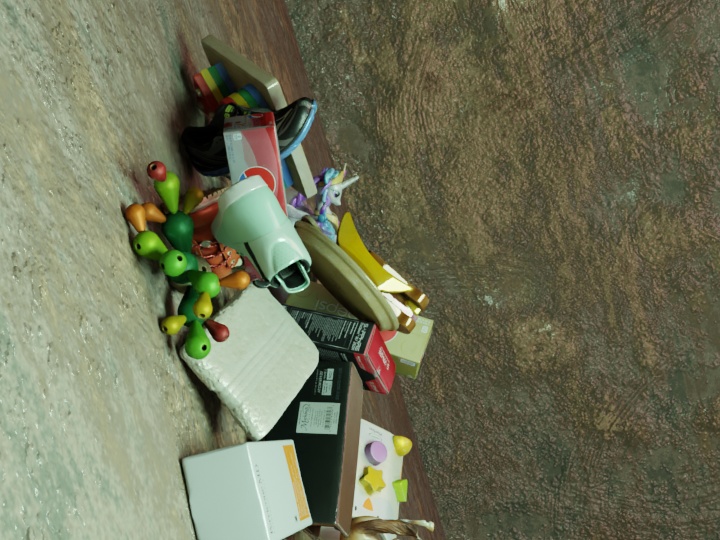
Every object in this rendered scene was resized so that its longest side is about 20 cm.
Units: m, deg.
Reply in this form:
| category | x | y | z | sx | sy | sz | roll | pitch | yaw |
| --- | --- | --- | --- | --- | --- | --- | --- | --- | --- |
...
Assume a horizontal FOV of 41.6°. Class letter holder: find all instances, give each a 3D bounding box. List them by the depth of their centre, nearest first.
| category | x | y | z | sx | sy | sz | roll | pitch | yaw |
| --- | --- | --- | --- | --- | --- | --- | --- | --- | --- |
| letter holder | -0.052 | 0.231 | 1.182 | 0.142 | 0.100 | 0.200 | 66 | 26 | -60 |

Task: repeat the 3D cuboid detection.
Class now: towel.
| category | x | y | z | sx | sy | sz | roll | pitch | yaw |
| --- | --- | --- | --- | --- | --- | --- | --- | --- | --- |
| towel | -0.121 | 0.096 | 1.077 | 0.133 | 0.034 | 0.200 | 50 | 26 | -5 |

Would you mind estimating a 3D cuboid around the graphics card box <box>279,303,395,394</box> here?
| category | x | y | z | sx | sy | sz | roll | pitch | yaw |
| --- | --- | --- | --- | --- | --- | --- | --- | --- | --- |
| graphics card box | -0.062 | 0.098 | 1.234 | 0.125 | 0.200 | 0.051 | 63 | 41 | -56 |

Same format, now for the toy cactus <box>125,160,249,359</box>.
| category | x | y | z | sx | sy | sz | roll | pitch | yaw |
| --- | --- | --- | --- | --- | --- | --- | --- | --- | --- |
| toy cactus | -0.177 | -0.007 | 0.998 | 0.165 | 0.102 | 0.200 | 101 | -35 | -81 |

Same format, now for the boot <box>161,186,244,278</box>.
| category | x | y | z | sx | sy | sz | roll | pitch | yaw |
| --- | --- | --- | --- | --- | --- | --- | --- | --- | --- |
| boot | -0.177 | -0.042 | 1.128 | 0.200 | 0.075 | 0.107 | 3 | 76 | -85 |

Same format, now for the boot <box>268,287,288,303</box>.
| category | x | y | z | sx | sy | sz | roll | pitch | yaw |
| --- | --- | --- | --- | --- | --- | --- | --- | --- | --- |
| boot | -0.116 | 0.089 | 1.393 | 0.132 | 0.070 | 0.200 | -5 | 75 | -79 |

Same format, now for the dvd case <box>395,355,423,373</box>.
| category | x | y | z | sx | sy | sz | roll | pitch | yaw |
| --- | --- | --- | --- | --- | --- | --- | --- | --- | --- |
| dvd case | -0.012 | 0.162 | 1.368 | 0.018 | 0.200 | 0.143 | 65 | -9 | -1 |

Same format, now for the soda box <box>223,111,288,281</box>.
| category | x | y | z | sx | sy | sz | roll | pitch | yaw |
| --- | --- | --- | --- | --- | --- | --- | --- | --- | --- |
| soda box | -0.123 | -0.089 | 1.171 | 0.070 | 0.063 | 0.200 | -106 | -172 | -64 |

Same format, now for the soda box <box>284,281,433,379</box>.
| category | x | y | z | sx | sy | sz | roll | pitch | yaw |
| --- | --- | --- | --- | --- | --- | --- | --- | --- | --- |
| soda box | -0.007 | 0.078 | 1.292 | 0.064 | 0.200 | 0.068 | 95 | 14 | -63 |

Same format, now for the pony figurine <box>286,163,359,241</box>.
| category | x | y | z | sx | sy | sz | roll | pitch | yaw |
| --- | --- | --- | --- | --- | --- | --- | --- | --- | --- |
| pony figurine | -0.102 | -0.076 | 1.515 | 0.167 | 0.193 | 0.200 | -69 | 162 | -75 |

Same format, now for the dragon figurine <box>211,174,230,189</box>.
| category | x | y | z | sx | sy | sz | roll | pitch | yaw |
| --- | --- | --- | --- | --- | --- | --- | --- | --- | --- |
| dragon figurine | -0.175 | -0.089 | 1.324 | 0.099 | 0.059 | 0.200 | 67 | 11 | -54 |

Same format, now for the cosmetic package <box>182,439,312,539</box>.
| category | x | y | z | sx | sy | sz | roll | pitch | yaw |
| --- | --- | --- | --- | --- | --- | --- | --- | --- | --- |
| cosmetic package | -0.113 | 0.233 | 0.988 | 0.200 | 0.071 | 0.102 | 44 | 31 | -78 |

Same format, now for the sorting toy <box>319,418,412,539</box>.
| category | x | y | z | sx | sy | sz | roll | pitch | yaw |
| --- | --- | --- | --- | --- | --- | --- | --- | --- | --- |
| sorting toy | -0.004 | 0.304 | 1.289 | 0.200 | 0.107 | 0.180 | 30 | 39 | -27 |

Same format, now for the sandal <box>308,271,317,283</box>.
| category | x | y | z | sx | sy | sz | roll | pitch | yaw |
| --- | --- | --- | --- | --- | --- | --- | --- | --- | --- |
| sandal | -0.128 | -0.023 | 1.373 | 0.201 | 0.057 | 0.080 | 32 | -52 | 40 |

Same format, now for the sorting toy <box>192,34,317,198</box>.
| category | x | y | z | sx | sy | sz | roll | pitch | yaw |
| --- | --- | --- | --- | --- | --- | --- | --- | --- | --- |
| sorting toy | -0.166 | -0.208 | 1.356 | 0.200 | 0.070 | 0.199 | 41 | -22 | 43 |

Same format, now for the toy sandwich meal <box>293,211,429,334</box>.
| category | x | y | z | sx | sy | sz | roll | pitch | yaw |
| --- | --- | --- | --- | --- | --- | --- | --- | --- | --- |
| toy sandwich meal | 0.000 | 0.000 | 1.186 | 0.205 | 0.070 | 0.205 | 44 | -12 | 12 |

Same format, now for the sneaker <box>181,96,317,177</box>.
| category | x | y | z | sx | sy | sz | roll | pitch | yaw |
| --- | --- | --- | --- | --- | --- | --- | --- | --- | --- |
| sneaker | -0.146 | -0.178 | 1.213 | 0.083 | 0.199 | 0.071 | 55 | 34 | -37 |

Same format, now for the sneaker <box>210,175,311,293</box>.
| category | x | y | z | sx | sy | sz | roll | pitch | yaw |
| --- | --- | --- | --- | --- | --- | --- | --- | --- | --- |
| sneaker | -0.104 | -0.019 | 1.022 | 0.118 | 0.074 | 0.200 | 60 | -9 | 6 |

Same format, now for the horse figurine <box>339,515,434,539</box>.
| category | x | y | z | sx | sy | sz | roll | pitch | yaw |
| --- | --- | --- | --- | --- | --- | --- | --- | --- | --- |
| horse figurine | 0.013 | 0.352 | 1.179 | 0.200 | 0.132 | 0.050 | 110 | -14 | -44 |
